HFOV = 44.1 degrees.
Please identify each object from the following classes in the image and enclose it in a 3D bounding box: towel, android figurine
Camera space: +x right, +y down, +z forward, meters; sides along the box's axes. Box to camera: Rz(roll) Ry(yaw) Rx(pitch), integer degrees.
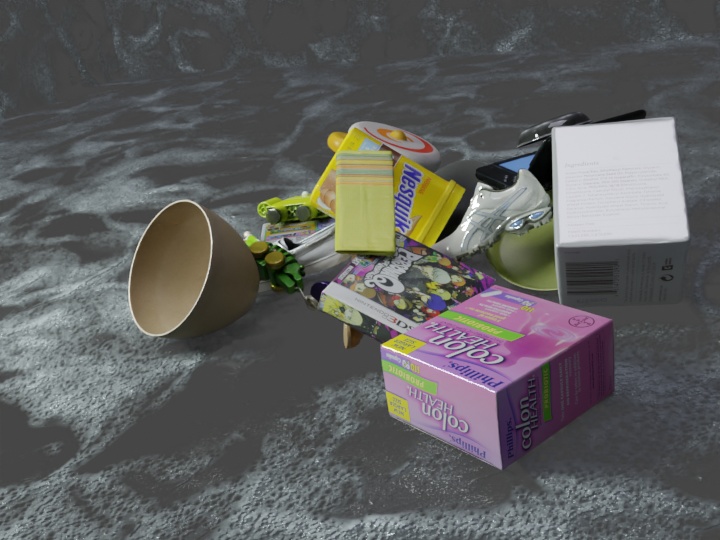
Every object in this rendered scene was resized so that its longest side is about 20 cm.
[{"bbox_3d":[0.006,-0.099,1.278,0.086,0.018,0.200,1,51,-1],"label":"towel"},{"bbox_3d":[-0.100,-0.126,1.708,0.182,0.041,0.200,-4,14,22],"label":"android figurine"}]

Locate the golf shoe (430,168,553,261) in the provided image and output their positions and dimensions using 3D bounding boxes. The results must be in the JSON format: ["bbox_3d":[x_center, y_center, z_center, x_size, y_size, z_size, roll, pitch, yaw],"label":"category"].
[{"bbox_3d":[0.178,-0.078,1.300,0.200,0.097,0.078,-26,1,14],"label":"golf shoe"}]

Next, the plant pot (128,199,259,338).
[{"bbox_3d":[-0.229,0.011,1.308,0.134,0.201,0.200,20,-2,-44],"label":"plant pot"}]

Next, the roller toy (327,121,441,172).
[{"bbox_3d":[0.049,-0.197,1.661,0.200,0.140,0.182,33,26,30],"label":"roller toy"}]

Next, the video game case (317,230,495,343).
[{"bbox_3d":[0.067,0.032,1.204,0.181,0.036,0.200,27,38,14],"label":"video game case"}]

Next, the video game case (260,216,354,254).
[{"bbox_3d":[-0.082,-0.060,1.605,0.200,0.022,0.182,-9,22,1],"label":"video game case"}]

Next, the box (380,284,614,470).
[{"bbox_3d":[0.157,0.111,1.010,0.200,0.097,0.176,-25,28,-34],"label":"box"}]

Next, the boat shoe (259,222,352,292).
[{"bbox_3d":[-0.112,-0.021,1.414,0.200,0.069,0.072,-18,15,20],"label":"boat shoe"}]

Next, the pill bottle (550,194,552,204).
[{"bbox_3d":[0.308,-0.106,1.459,0.200,0.114,0.114,8,27,34],"label":"pill bottle"}]

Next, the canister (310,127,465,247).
[{"bbox_3d":[0.040,-0.113,1.379,0.200,0.149,0.087,30,-9,1],"label":"canister"}]

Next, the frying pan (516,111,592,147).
[{"bbox_3d":[0.300,-0.213,1.335,0.115,0.031,0.190,-17,3,31],"label":"frying pan"}]

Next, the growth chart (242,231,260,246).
[{"bbox_3d":[-0.244,-0.006,1.510,0.200,0.018,0.145,-28,27,-23],"label":"growth chart"}]

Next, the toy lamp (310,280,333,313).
[{"bbox_3d":[0.000,0.000,1.384,0.058,0.058,0.200,7,26,33],"label":"toy lamp"}]

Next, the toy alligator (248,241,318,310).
[{"bbox_3d":[-0.111,0.000,1.341,0.054,0.059,0.200,-34,47,-28],"label":"toy alligator"}]

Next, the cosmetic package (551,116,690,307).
[{"bbox_3d":[0.346,-0.076,1.203,0.165,0.165,0.200,-2,59,14],"label":"cosmetic package"}]

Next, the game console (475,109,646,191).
[{"bbox_3d":[0.301,-0.192,1.358,0.200,0.117,0.176,-17,30,-26],"label":"game console"}]

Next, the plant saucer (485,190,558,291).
[{"bbox_3d":[0.287,-0.043,1.332,0.200,0.031,0.200,-11,49,13],"label":"plant saucer"}]

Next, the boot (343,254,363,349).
[{"bbox_3d":[0.051,0.042,1.258,0.144,0.071,0.201,7,36,1],"label":"boot"}]

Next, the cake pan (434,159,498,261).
[{"bbox_3d":[0.158,-0.103,1.459,0.200,0.037,0.200,-22,46,25],"label":"cake pan"}]
